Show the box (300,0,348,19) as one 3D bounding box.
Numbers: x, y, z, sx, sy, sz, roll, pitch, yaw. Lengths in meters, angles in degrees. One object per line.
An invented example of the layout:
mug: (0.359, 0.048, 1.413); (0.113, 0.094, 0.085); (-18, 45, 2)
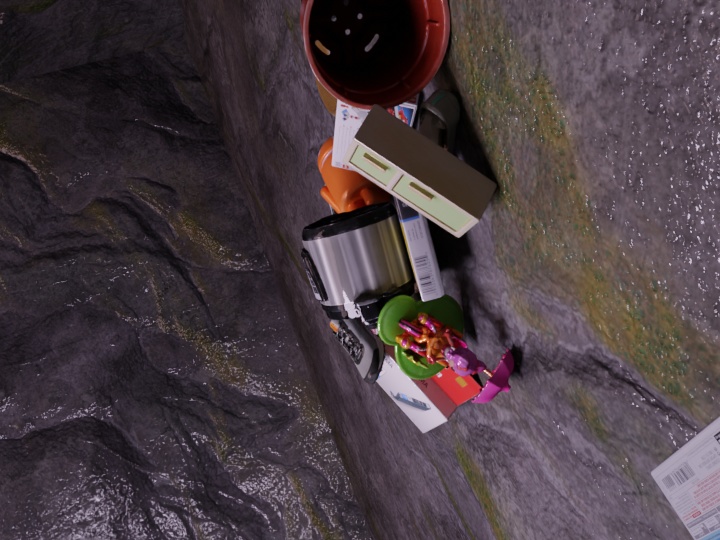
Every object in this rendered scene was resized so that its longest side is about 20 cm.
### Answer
box: (-0.077, -0.556, 1.211); (0.200, 0.047, 0.196); (-145, 37, -64)

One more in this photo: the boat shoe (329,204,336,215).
boat shoe: (-0.037, -0.135, 1.503); (0.071, 0.071, 0.202); (90, 159, -60)

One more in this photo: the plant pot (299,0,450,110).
plant pot: (0.000, -0.351, 0.940); (0.196, 0.197, 0.204); (-120, 17, -61)

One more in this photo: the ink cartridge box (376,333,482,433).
ink cartridge box: (0.101, 0.188, 1.216); (0.200, 0.045, 0.176); (47, 142, 4)

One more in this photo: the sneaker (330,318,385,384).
sneaker: (-0.011, 0.124, 1.193); (0.075, 0.078, 0.201); (-65, 32, 32)

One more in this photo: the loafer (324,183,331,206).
loafer: (-0.013, -0.150, 1.416); (0.200, 0.075, 0.069); (48, 153, 35)

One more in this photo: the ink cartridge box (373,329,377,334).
ink cartridge box: (0.095, 0.172, 1.374); (0.200, 0.084, 0.150); (-129, 25, -53)

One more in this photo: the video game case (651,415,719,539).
video game case: (0.369, 0.234, 0.610); (0.201, 0.022, 0.184); (96, 152, -55)

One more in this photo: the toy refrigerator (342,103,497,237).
toy refrigerator: (0.078, -0.131, 0.906); (0.198, 0.071, 0.076); (33, 160, -5)

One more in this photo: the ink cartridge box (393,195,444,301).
ink cartridge box: (0.088, -0.066, 1.086); (0.200, 0.046, 0.201); (-89, -18, -83)

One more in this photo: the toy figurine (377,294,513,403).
toy figurine: (0.147, 0.126, 1.026); (0.199, 0.152, 0.183); (31, 178, -38)

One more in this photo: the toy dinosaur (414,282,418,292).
toy dinosaur: (0.070, 0.049, 1.290); (0.135, 0.084, 0.204); (-139, 42, -63)

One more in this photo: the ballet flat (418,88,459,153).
ballet flat: (0.103, -0.167, 0.973); (0.067, 0.064, 0.202); (30, 143, 27)

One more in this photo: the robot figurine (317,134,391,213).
robot figurine: (-0.014, -0.184, 1.286); (0.145, 0.115, 0.202); (97, 150, -59)

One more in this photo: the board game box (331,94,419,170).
board game box: (0.020, -0.230, 1.102); (0.201, 0.124, 0.035); (103, 179, -63)

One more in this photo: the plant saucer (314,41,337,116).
plant saucer: (-0.057, -0.393, 1.347); (0.200, 0.035, 0.203); (160, 91, -75)

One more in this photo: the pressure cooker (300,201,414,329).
pressure cooker: (0.003, -0.001, 1.134); (0.177, 0.175, 0.203); (-6, 105, 45)
